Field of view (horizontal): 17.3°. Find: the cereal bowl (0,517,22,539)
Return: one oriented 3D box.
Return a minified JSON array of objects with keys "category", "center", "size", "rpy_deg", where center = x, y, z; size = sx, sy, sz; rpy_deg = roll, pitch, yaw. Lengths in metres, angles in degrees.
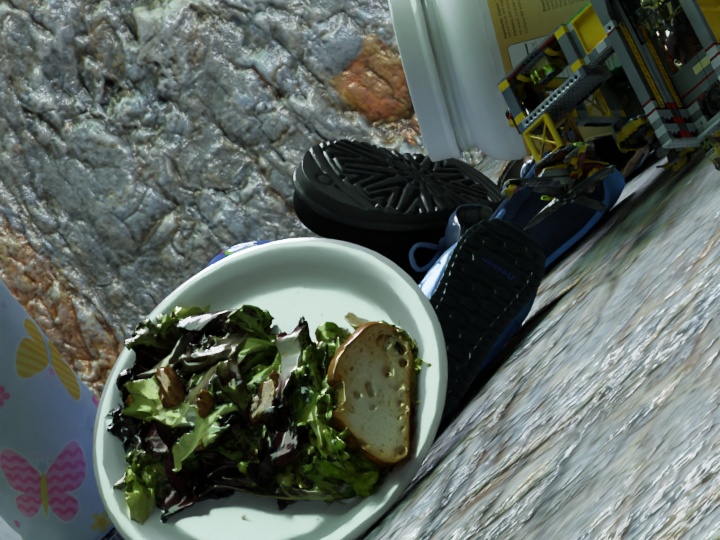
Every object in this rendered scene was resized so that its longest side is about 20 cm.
[{"category":"cereal bowl","center":[-0.252,0.205,1.533],"size":[0.083,0.201,0.200],"rpy_deg":[-17,-16,-39]}]

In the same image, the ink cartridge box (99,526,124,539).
[{"category":"ink cartridge box","center":[-0.119,0.175,1.389],"size":[0.200,0.084,0.145],"rpy_deg":[-44,4,-16]}]

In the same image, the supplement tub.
[{"category":"supplement tub","center":[0.124,-0.148,1.434],"size":[0.199,0.145,0.144],"rpy_deg":[-14,6,6]}]

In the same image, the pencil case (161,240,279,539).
[{"category":"pencil case","center":[-0.068,0.081,1.294],"size":[0.087,0.078,0.201],"rpy_deg":[-14,52,37]}]

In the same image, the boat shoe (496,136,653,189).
[{"category":"boat shoe","center":[0.143,-0.079,1.602],"size":[0.072,0.072,0.200],"rpy_deg":[-47,3,-36]}]

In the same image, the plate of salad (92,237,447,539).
[{"category":"plate of salad","center":[-0.052,0.064,1.216],"size":[0.200,0.200,0.048],"rpy_deg":[-44,-38,-6]}]

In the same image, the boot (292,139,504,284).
[{"category":"boot","center":[0.002,0.002,1.600],"size":[0.211,0.079,0.158],"rpy_deg":[4,-57,-53]}]

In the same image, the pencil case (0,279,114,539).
[{"category":"pencil case","center":[-0.207,0.072,1.325],"size":[0.091,0.200,0.083],"rpy_deg":[-35,15,16]}]

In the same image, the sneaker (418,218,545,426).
[{"category":"sneaker","center":[0.032,0.055,1.318],"size":[0.200,0.066,0.079],"rpy_deg":[-46,-11,-35]}]

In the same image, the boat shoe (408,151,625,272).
[{"category":"boat shoe","center":[0.086,-0.019,1.537],"size":[0.200,0.069,0.084],"rpy_deg":[-43,2,25]}]

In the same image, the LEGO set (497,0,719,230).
[{"category":"LEGO set","center":[0.174,-0.092,1.269],"size":[0.200,0.116,0.153],"rpy_deg":[-38,-24,34]}]
